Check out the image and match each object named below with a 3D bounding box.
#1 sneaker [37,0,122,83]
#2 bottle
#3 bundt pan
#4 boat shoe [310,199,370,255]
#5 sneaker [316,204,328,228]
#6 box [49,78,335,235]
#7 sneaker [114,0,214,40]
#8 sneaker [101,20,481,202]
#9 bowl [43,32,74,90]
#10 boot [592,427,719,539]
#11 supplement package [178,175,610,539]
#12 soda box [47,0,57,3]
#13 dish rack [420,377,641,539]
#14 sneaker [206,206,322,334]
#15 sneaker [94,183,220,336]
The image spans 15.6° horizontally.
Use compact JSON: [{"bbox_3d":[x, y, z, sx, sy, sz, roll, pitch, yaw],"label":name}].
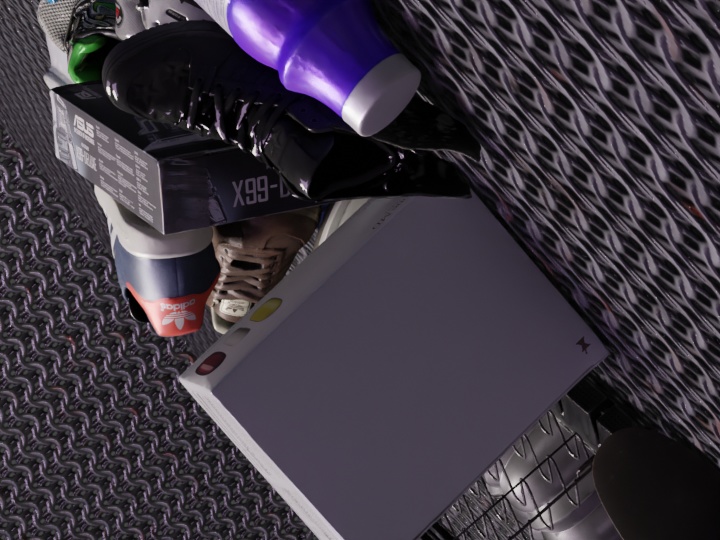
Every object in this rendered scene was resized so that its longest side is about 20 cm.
[{"bbox_3d":[-0.184,-0.170,1.908,0.200,0.085,0.078,30,121,51],"label":"sneaker"},{"bbox_3d":[-0.052,-0.155,1.417,0.200,0.065,0.084,44,171,17],"label":"bottle"},{"bbox_3d":[0.130,0.141,1.838,0.202,0.076,0.202,46,176,4],"label":"bundt pan"},{"bbox_3d":[-0.003,0.000,1.723,0.060,0.072,0.202,-113,24,-49],"label":"boat shoe"},{"bbox_3d":[-0.081,-0.083,1.774,0.199,0.066,0.078,21,176,30],"label":"sneaker"},{"bbox_3d":[-0.087,-0.082,1.632,0.200,0.157,0.050,-146,49,-60],"label":"box"},{"bbox_3d":[-0.123,-0.184,1.576,0.200,0.088,0.074,52,172,-27],"label":"sneaker"},{"bbox_3d":[-0.039,-0.082,1.446,0.104,0.199,0.060,-105,22,-50],"label":"sneaker"},{"bbox_3d":[-0.185,-0.147,2.075,0.201,0.090,0.201,45,172,8],"label":"bowl"},{"bbox_3d":[0.223,0.176,1.616,0.200,0.074,0.075,42,-179,19],"label":"boot"},{"bbox_3d":[0.019,0.058,1.601,0.156,0.200,0.111,49,170,-11],"label":"supplement package"},{"bbox_3d":[-0.253,-0.259,1.952,0.064,0.068,0.200,52,171,-29],"label":"soda box"},{"bbox_3d":[0.074,0.129,1.691,0.153,0.200,0.055,41,163,38],"label":"dish rack"},{"bbox_3d":[-0.067,-0.005,1.712,0.070,0.076,0.200,10,169,-3],"label":"sneaker"},{"bbox_3d":[-0.127,-0.016,1.656,0.200,0.075,0.085,-105,10,-71],"label":"sneaker"}]
